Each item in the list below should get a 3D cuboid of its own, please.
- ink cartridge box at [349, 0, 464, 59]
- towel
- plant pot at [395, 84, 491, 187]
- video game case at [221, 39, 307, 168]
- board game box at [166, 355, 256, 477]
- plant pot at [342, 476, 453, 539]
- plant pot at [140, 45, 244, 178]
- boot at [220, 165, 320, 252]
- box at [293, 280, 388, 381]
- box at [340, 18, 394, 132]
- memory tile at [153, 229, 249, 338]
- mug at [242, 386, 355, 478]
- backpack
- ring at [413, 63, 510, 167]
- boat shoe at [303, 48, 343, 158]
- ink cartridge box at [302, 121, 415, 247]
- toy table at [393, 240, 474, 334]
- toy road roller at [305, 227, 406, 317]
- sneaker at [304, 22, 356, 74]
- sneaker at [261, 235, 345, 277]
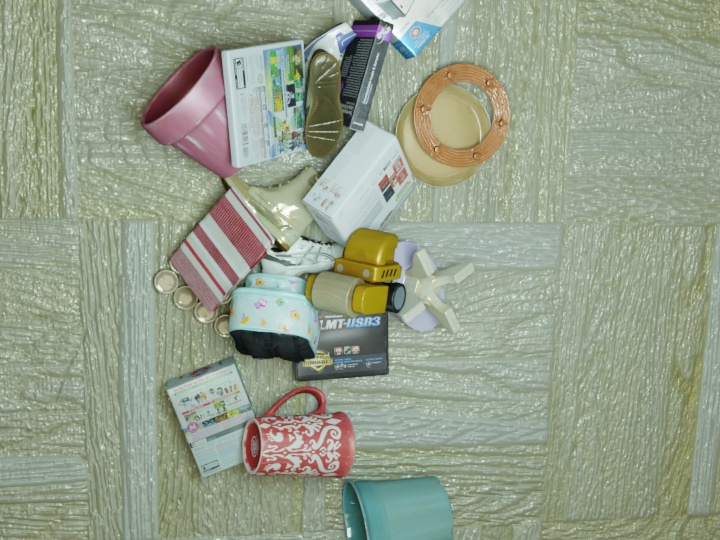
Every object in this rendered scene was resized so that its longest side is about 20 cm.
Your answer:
[{"bbox_3d":[0.074,-0.526,1.602,0.200,0.086,0.147,42,93,-15],"label":"ink cartridge box"},{"bbox_3d":[-0.263,-0.039,1.608,0.200,0.023,0.144,-46,73,18],"label":"towel"},{"bbox_3d":[0.164,-0.269,1.694,0.197,0.027,0.204,-2,101,-9],"label":"plant pot"},{"bbox_3d":[-0.166,-0.302,1.522,0.181,0.022,0.203,-23,118,-43],"label":"video game case"},{"bbox_3d":[-0.289,0.296,1.718,0.146,0.064,0.203,-20,104,-5],"label":"board game box"},{"bbox_3d":[0.080,0.520,1.758,0.193,0.200,0.204,-6,102,-14],"label":"plant pot"},{"bbox_3d":[-0.273,-0.276,1.555,0.200,0.200,0.179,-44,120,2],"label":"plant pot"},{"bbox_3d":[-0.161,-0.157,1.645,0.155,0.073,0.200,-44,82,-11],"label":"boot"},{"bbox_3d":[-0.042,0.118,1.729,0.197,0.050,0.202,-2,102,-9],"label":"box"},{"bbox_3d":[-0.003,-0.367,1.591,0.036,0.143,0.203,14,99,-24],"label":"box"},{"bbox_3d":[-0.297,0.029,1.690,0.199,0.017,0.154,38,94,-14],"label":"memory tile"},{"bbox_3d":[-0.133,0.336,1.701,0.197,0.178,0.135,5,124,-29],"label":"mug"},{"bbox_3d":[-0.161,0.088,1.590,0.173,0.200,0.156,7,79,5],"label":"backpack"},{"bbox_3d":[0.202,-0.305,1.670,0.197,0.019,0.204,-2,101,-9],"label":"ring"},{"bbox_3d":[-0.069,-0.309,1.564,0.072,0.065,0.202,1,123,-12],"label":"boat shoe"},{"bbox_3d":[0.003,-0.149,1.625,0.083,0.176,0.201,31,77,29],"label":"ink cartridge box"},{"bbox_3d":[0.129,0.037,1.681,0.184,0.117,0.201,-46,116,-15],"label":"toy table"},{"bbox_3d":[0.000,0.000,1.552,0.121,0.199,0.149,11,99,30],"label":"toy road roller"},{"bbox_3d":[-0.077,-0.375,1.618,0.198,0.081,0.116,-37,107,7],"label":"sneaker"},{"bbox_3d":[-0.103,-0.039,1.675,0.197,0.076,0.089,-16,98,-8],"label":"sneaker"}]
